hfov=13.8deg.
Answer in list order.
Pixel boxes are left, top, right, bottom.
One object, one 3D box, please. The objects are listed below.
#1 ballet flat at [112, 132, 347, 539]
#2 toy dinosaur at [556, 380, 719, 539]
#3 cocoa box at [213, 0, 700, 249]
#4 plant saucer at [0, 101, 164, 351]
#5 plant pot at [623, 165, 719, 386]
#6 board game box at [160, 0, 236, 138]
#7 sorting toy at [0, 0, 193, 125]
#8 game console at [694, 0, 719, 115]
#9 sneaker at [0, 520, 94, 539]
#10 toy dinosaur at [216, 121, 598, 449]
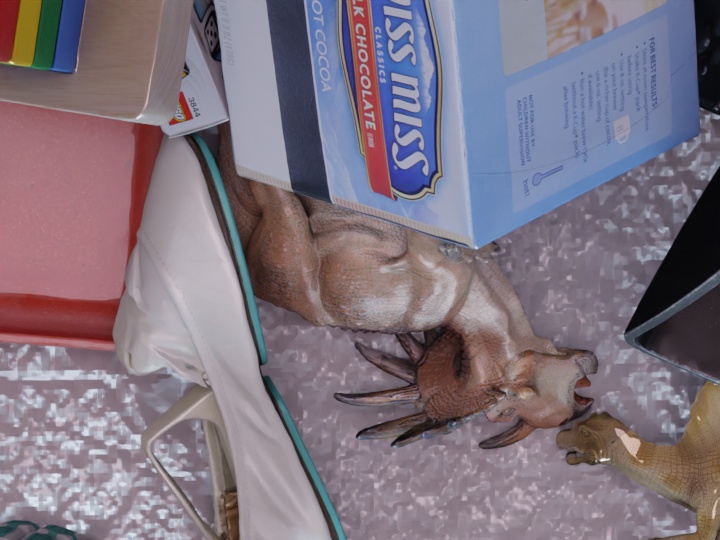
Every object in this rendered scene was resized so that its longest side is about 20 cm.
[{"bbox_3d":[-0.062,0.045,1.185,0.069,0.069,0.200,-18,110,0],"label":"ballet flat"},{"bbox_3d":[0.176,0.084,1.193,0.200,0.058,0.101,-10,102,16],"label":"toy dinosaur"},{"bbox_3d":[0.032,-0.131,1.079,0.133,0.131,0.200,-26,122,-38],"label":"cocoa box"},{"bbox_3d":[-0.172,-0.074,1.215,0.199,0.037,0.200,4,92,-1],"label":"plant saucer"},{"bbox_3d":[0.235,-0.029,1.089,0.200,0.200,0.178,22,78,-3],"label":"plant pot"},{"bbox_3d":[-0.072,-0.166,1.153,0.035,0.126,0.200,-13,107,31],"label":"board game box"},{"bbox_3d":[-0.150,-0.164,1.044,0.200,0.070,0.199,11,93,33],"label":"sorting toy"},{"bbox_3d":[0.211,-0.145,1.184,0.116,0.176,0.200,24,91,27],"label":"game console"},{"bbox_3d":[-0.105,0.163,1.189,0.200,0.078,0.091,18,105,22],"label":"sneaker"},{"bbox_3d":[0.000,0.000,1.203,0.200,0.086,0.136,28,131,15],"label":"toy dinosaur"}]
